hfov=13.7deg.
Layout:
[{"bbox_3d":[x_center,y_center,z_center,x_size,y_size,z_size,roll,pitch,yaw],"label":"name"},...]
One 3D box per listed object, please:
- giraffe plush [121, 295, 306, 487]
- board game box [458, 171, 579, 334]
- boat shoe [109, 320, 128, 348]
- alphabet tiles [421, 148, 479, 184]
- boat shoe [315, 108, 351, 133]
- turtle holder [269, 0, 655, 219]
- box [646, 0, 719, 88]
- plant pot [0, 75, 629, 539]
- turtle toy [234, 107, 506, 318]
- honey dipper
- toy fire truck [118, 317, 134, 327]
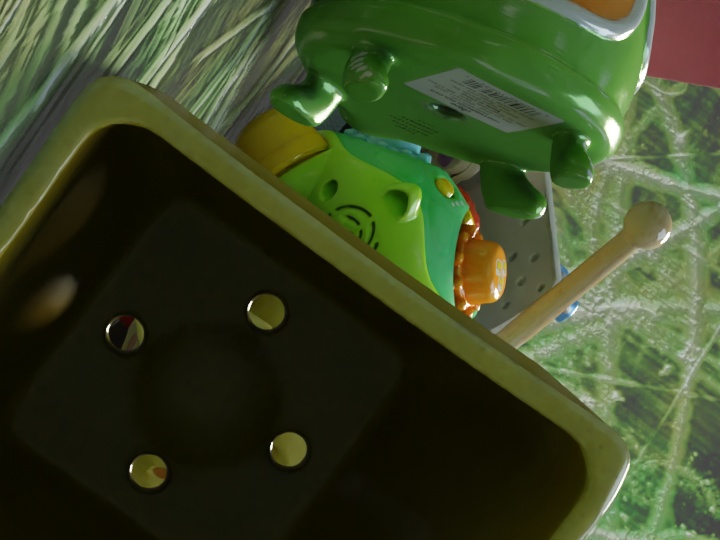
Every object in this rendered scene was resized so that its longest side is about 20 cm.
[{"bbox_3d":[-0.083,0.082,1.249,0.162,0.173,0.200,-44,174,15],"label":"giraffe plush"},{"bbox_3d":[0.023,-0.008,1.549,0.200,0.026,0.200,-32,-141,27],"label":"board game box"},{"bbox_3d":[-0.092,0.044,1.480,0.068,0.072,0.200,-45,176,38],"label":"boat shoe"},{"bbox_3d":[0.045,-0.108,1.553,0.196,0.015,0.200,-53,-156,3],"label":"alphabet tiles"},{"bbox_3d":[0.016,-0.108,1.494,0.200,0.074,0.067,-44,-167,1],"label":"boat shoe"},{"bbox_3d":[0.051,-0.102,1.224,0.186,0.141,0.132,76,33,-76],"label":"turtle holder"},{"bbox_3d":[0.184,-0.211,1.553,0.128,0.109,0.200,-61,156,-46],"label":"box"},{"bbox_3d":[-0.054,0.058,0.970,0.194,0.195,0.200,-53,-173,7],"label":"plant pot"},{"bbox_3d":[0.000,0.000,1.409,0.101,0.146,0.200,-27,168,-26],"label":"turtle toy"},{"bbox_3d":[0.073,0.029,1.425,0.200,0.038,0.038,-43,-177,28],"label":"honey dipper"},{"bbox_3d":[-0.051,0.099,1.342,0.141,0.200,0.049,-53,172,-20],"label":"toy fire truck"}]
